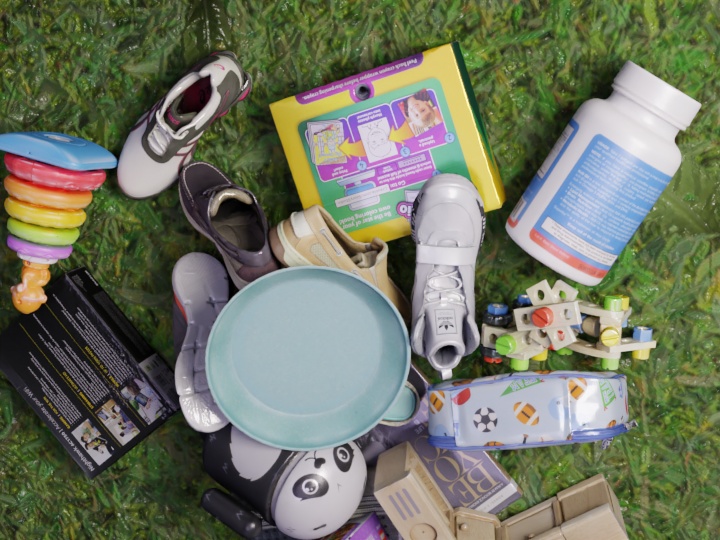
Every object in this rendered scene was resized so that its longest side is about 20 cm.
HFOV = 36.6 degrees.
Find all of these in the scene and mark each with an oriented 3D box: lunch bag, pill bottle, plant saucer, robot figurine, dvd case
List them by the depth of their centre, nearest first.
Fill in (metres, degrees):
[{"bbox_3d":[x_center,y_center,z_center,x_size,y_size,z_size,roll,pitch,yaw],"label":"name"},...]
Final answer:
[{"bbox_3d":[0.237,-0.095,1.050,0.112,0.112,0.200,33,107,5],"label":"pill bottle"},{"bbox_3d":[-0.052,0.082,1.070,0.200,0.036,0.200,-2,111,-6],"label":"plant saucer"},{"bbox_3d":[0.173,0.140,1.088,0.200,0.160,0.076,-4,83,20],"label":"lunch bag"},{"bbox_3d":[-0.087,0.198,1.160,0.200,0.125,0.150,31,102,30],"label":"robot figurine"},{"bbox_3d":[0.058,0.212,1.201,0.149,0.016,0.200,-40,90,17],"label":"dvd case"}]

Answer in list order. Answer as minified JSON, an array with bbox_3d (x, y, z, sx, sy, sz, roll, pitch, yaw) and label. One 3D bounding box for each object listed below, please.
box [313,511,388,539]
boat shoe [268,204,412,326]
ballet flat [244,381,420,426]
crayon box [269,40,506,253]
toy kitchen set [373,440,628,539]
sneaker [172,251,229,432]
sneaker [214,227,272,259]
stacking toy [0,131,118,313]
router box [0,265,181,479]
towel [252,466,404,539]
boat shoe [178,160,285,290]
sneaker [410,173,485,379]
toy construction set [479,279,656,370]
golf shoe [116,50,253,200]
[{"bbox_3d":[-0.081,0.331,1.160,0.200,0.137,0.039,-27,89,24],"label":"box"},{"bbox_3d":[0.000,0.000,1.099,0.076,0.072,0.200,-36,135,20],"label":"boat shoe"},{"bbox_3d":[-0.037,0.127,1.144,0.200,0.062,0.067,16,85,-9],"label":"ballet flat"},{"bbox_3d":[0.029,-0.121,1.121,0.200,0.058,0.173,-16,100,15],"label":"crayon box"},{"bbox_3d":[0.142,0.253,1.093,0.200,0.163,0.180,-29,105,14],"label":"toy kitchen set"},{"bbox_3d":[-0.166,0.083,1.169,0.077,0.082,0.200,3,63,-17],"label":"sneaker"},{"bbox_3d":[-0.101,0.033,1.177,0.200,0.076,0.116,42,133,20],"label":"sneaker"},{"bbox_3d":[-0.347,-0.048,1.191,0.116,0.110,0.200,16,101,12],"label":"stacking toy"},{"bbox_3d":[-0.313,0.118,1.250,0.149,0.051,0.200,-39,90,19],"label":"router box"},{"bbox_3d":[-0.029,0.319,1.230,0.200,0.035,0.193,-12,96,24],"label":"towel"},{"bbox_3d":[-0.133,-0.058,1.120,0.072,0.200,0.065,-18,139,-18],"label":"boat shoe"},{"bbox_3d":[0.087,0.010,1.069,0.075,0.115,0.200,1,129,-1],"label":"sneaker"},{"bbox_3d":[0.195,0.058,1.061,0.131,0.200,0.092,12,90,34],"label":"toy construction set"},{"bbox_3d":[-0.203,-0.153,1.154,0.077,0.088,0.200,43,108,0],"label":"golf shoe"}]
